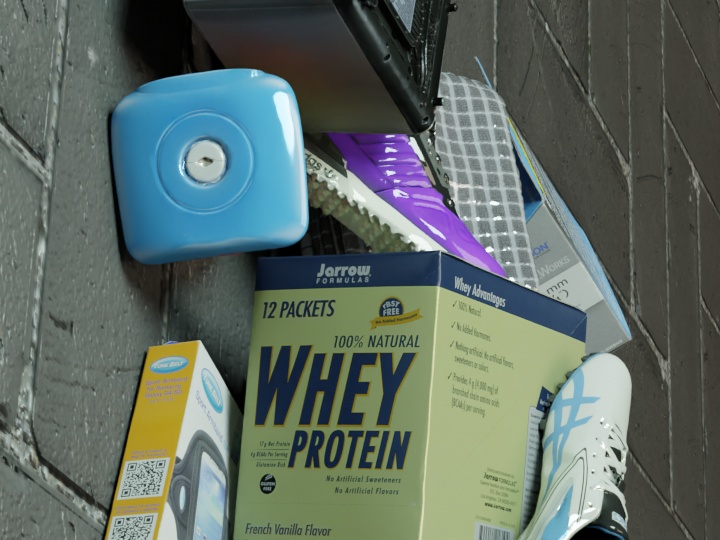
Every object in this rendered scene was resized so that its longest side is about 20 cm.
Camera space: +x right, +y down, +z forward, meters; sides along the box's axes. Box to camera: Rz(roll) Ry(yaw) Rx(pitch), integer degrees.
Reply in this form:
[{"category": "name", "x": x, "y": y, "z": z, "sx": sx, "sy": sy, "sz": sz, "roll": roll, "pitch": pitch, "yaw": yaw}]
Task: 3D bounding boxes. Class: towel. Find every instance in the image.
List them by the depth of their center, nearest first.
[{"category": "towel", "x": 0.033, "y": -0.049, "z": 1.830, "sx": 0.165, "sy": 0.085, "sz": 0.201, "roll": 8, "pitch": 60, "yaw": -34}]

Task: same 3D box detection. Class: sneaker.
[{"category": "sneaker", "x": 0.140, "y": 0.139, "z": 1.608, "sx": 0.072, "sy": 0.072, "sz": 0.201, "roll": 53, "pitch": 45, "yaw": -42}, {"category": "sneaker", "x": 0.029, "y": -0.063, "z": 1.720, "sx": 0.100, "sy": 0.200, "sz": 0.070, "roll": -54, "pitch": -175, "yaw": -19}]

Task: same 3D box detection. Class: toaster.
[{"category": "toaster", "x": -0.020, "y": -0.201, "z": 1.626, "sx": 0.200, "sy": 0.118, "sz": 0.182, "roll": 53, "pitch": 39, "yaw": -57}]

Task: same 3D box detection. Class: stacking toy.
[{"category": "stacking toy", "x": -0.078, "y": -0.056, "z": 1.646, "sx": 0.200, "sy": 0.115, "sz": 0.111, "roll": 33, "pitch": 49, "yaw": -80}]

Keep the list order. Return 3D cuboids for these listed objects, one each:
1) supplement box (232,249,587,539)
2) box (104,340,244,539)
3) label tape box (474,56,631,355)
[{"category": "supplement box", "x": 0.034, "y": 0.106, "z": 1.631, "sx": 0.200, "sy": 0.133, "sz": 0.202, "roll": 21, "pitch": 71, "yaw": -56}, {"category": "box", "x": -0.102, "y": 0.139, "z": 1.572, "sx": 0.119, "sy": 0.041, "sz": 0.201, "roll": 63, "pitch": 29, "yaw": -45}, {"category": "label tape box", "x": 0.119, "y": -0.039, "z": 1.970, "sx": 0.200, "sy": 0.063, "sz": 0.145, "roll": 54, "pitch": 10, "yaw": -37}]
